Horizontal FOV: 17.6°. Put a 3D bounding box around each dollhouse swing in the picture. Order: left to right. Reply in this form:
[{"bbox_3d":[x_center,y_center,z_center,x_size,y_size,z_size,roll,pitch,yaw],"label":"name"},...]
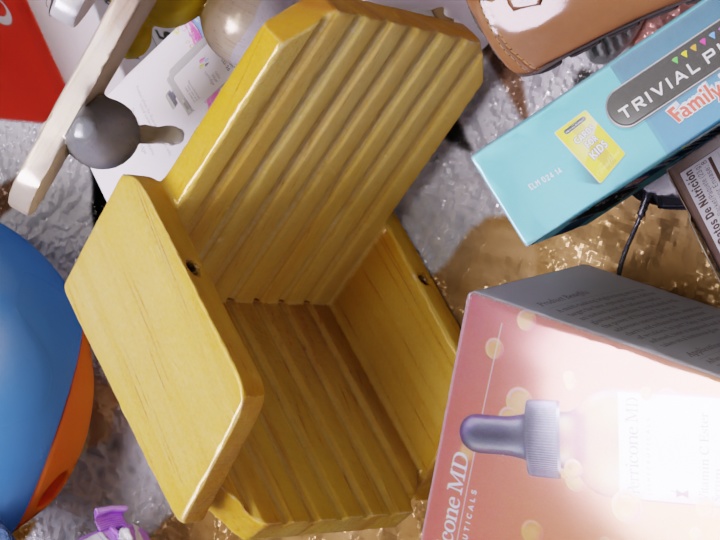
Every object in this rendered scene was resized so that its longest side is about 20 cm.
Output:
[{"bbox_3d":[0.000,0.000,1.090,0.176,0.200,0.182,-40,66,26],"label":"dollhouse swing"}]

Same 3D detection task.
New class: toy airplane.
[{"bbox_3d":[-0.086,-0.140,1.054,0.200,0.141,0.200,-40,28,41],"label":"toy airplane"}]

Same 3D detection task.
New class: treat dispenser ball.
[{"bbox_3d":[-0.244,0.061,1.259,0.200,0.201,0.202,-2,86,35],"label":"treat dispenser ball"}]

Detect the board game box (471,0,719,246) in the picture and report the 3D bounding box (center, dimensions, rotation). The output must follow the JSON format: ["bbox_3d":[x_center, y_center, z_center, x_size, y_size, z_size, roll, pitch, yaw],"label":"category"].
[{"bbox_3d":[0.153,-0.087,0.986,0.200,0.151,0.047,-33,86,14],"label":"board game box"}]

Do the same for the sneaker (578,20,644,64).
[{"bbox_3d":[0.110,-0.212,1.103,0.114,0.073,0.201,37,109,34],"label":"sneaker"}]

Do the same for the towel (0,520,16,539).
[{"bbox_3d":[-0.186,0.223,1.238,0.112,0.048,0.200,47,151,26],"label":"towel"}]

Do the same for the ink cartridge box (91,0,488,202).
[{"bbox_3d":[-0.033,-0.099,1.169,0.200,0.116,0.068,-39,64,26],"label":"ink cartridge box"}]

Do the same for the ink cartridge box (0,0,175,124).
[{"bbox_3d":[-0.169,-0.165,1.233,0.044,0.173,0.200,-37,68,28],"label":"ink cartridge box"}]

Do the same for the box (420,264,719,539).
[{"bbox_3d":[0.141,0.101,1.026,0.200,0.106,0.153,19,107,31],"label":"box"}]

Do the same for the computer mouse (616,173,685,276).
[{"bbox_3d":[0.136,-0.024,1.104,0.058,0.034,0.201,24,107,15],"label":"computer mouse"}]

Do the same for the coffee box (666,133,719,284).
[{"bbox_3d":[0.245,-0.059,0.974,0.200,0.114,0.080,-35,70,30],"label":"coffee box"}]

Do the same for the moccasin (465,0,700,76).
[{"bbox_3d":[0.135,-0.161,1.024,0.201,0.074,0.078,-22,118,25],"label":"moccasin"}]

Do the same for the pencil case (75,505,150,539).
[{"bbox_3d":[-0.092,0.216,1.215,0.200,0.084,0.086,46,115,26],"label":"pencil case"}]
